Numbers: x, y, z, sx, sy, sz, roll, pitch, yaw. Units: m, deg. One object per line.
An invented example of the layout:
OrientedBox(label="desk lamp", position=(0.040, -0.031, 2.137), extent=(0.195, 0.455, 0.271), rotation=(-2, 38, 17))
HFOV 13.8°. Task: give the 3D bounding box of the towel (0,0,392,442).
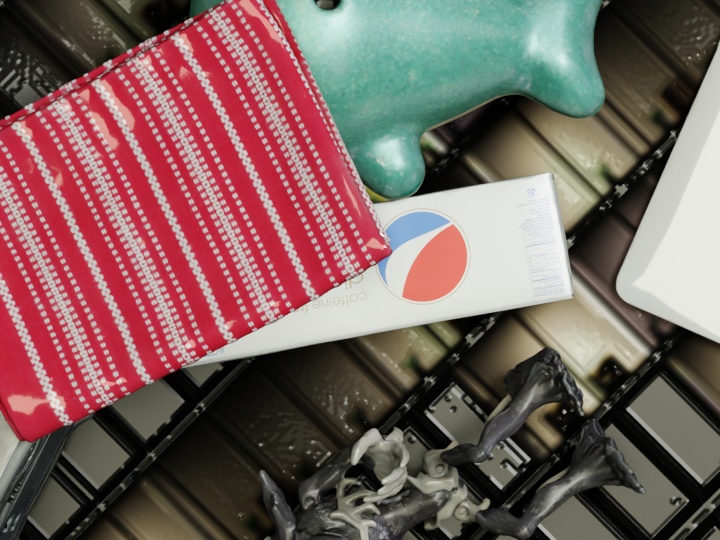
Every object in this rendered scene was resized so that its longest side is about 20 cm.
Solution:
OrientedBox(label="towel", position=(-0.101, -0.025, 1.349), extent=(0.200, 0.022, 0.145), rotation=(-27, 80, 13))

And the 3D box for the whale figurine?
OrientedBox(label="whale figurine", position=(0.019, -0.115, 1.399), extent=(0.200, 0.104, 0.159), rotation=(2, 78, -2))

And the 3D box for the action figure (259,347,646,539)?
OrientedBox(label="action figure", position=(0.029, 0.121, 1.427), extent=(0.200, 0.102, 0.119), rotation=(-33, 101, 0))

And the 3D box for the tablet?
OrientedBox(label="tablet", position=(0.222, -0.053, 1.463), extent=(0.130, 0.014, 0.200), rotation=(24, 91, 1))

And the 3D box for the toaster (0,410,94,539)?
OrientedBox(label="toaster", position=(-0.206, 0.073, 1.426), extent=(0.129, 0.114, 0.200), rotation=(27, 91, 3))

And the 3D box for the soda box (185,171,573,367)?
OrientedBox(label="soda box", position=(0.000, 0.000, 1.442), extent=(0.200, 0.068, 0.064), rotation=(-10, 91, 1))
